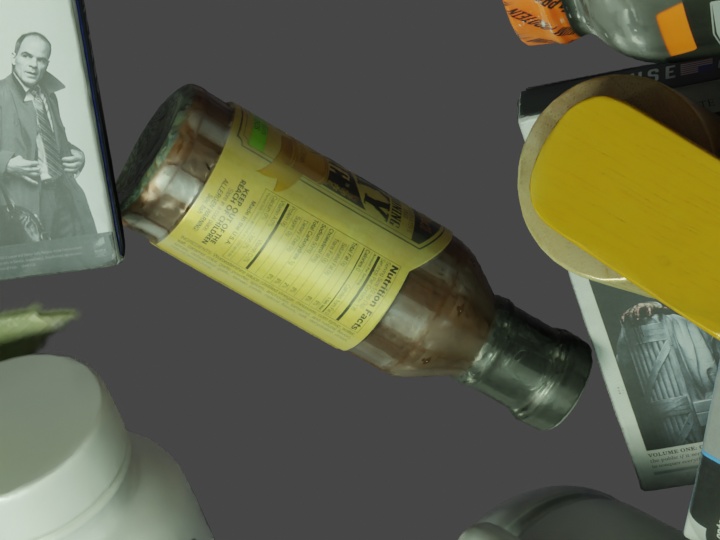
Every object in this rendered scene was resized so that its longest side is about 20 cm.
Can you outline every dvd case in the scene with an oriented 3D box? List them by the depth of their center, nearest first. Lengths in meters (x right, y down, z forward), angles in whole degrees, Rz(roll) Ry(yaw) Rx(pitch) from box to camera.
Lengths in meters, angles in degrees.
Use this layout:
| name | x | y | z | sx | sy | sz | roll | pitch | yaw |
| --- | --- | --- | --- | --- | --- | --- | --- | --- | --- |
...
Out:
| name | x | y | z | sx | sy | sz | roll | pitch | yaw |
| --- | --- | --- | --- | --- | --- | --- | --- | --- | --- |
| dvd case | -0.173 | -0.086 | 0.949 | 0.149 | 0.025 | 0.201 | -7 | 116 | 0 |
| dvd case | 0.159 | -0.001 | 1.050 | 0.150 | 0.025 | 0.201 | -10 | 128 | 16 |

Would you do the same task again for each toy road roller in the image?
| name | x | y | z | sx | sy | sz | roll | pitch | yaw |
| --- | --- | --- | --- | --- | --- | --- | --- | --- | --- |
| toy road roller | 0.168 | -0.030 | 0.892 | 0.200 | 0.123 | 0.146 | 31 | 97 | 21 |

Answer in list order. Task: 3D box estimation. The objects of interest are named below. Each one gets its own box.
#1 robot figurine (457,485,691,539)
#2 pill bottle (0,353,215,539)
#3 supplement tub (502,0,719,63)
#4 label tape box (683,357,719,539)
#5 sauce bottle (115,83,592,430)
| name | x | y | z | sx | sy | sz | roll | pitch | yaw |
| --- | --- | --- | --- | --- | --- | --- | --- | --- | --- |
| robot figurine | 0.106 | 0.157 | 1.101 | 0.200 | 0.113 | 0.170 | 24 | 163 | 51 |
| pill bottle | -0.117 | 0.138 | 1.145 | 0.119 | 0.120 | 0.201 | -9 | 127 | 15 |
| supplement tub | 0.144 | -0.136 | 0.875 | 0.199 | 0.123 | 0.123 | -8 | 128 | 15 |
| label tape box | 0.229 | 0.077 | 0.994 | 0.199 | 0.063 | 0.145 | 27 | 135 | 24 |
| sauce bottle | 0.000 | 0.000 | 1.049 | 0.199 | 0.065 | 0.065 | 30 | 128 | -18 |
